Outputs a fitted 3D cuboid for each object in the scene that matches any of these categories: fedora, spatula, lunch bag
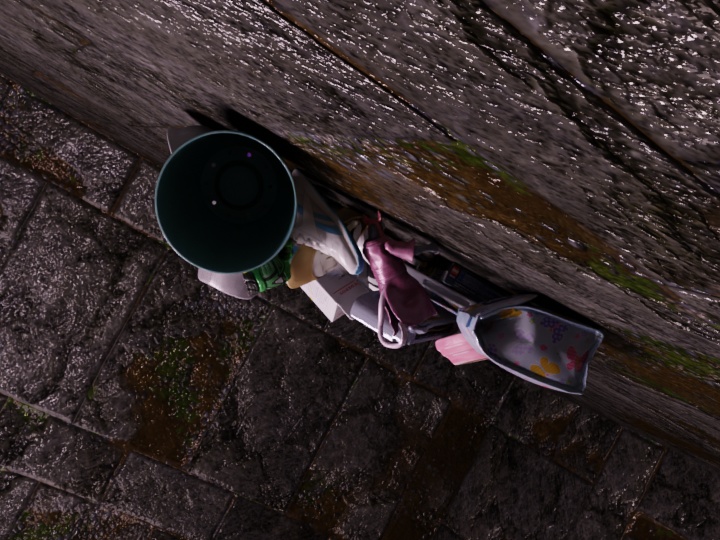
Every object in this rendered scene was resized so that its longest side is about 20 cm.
[{"bbox_3d":[-0.213,-0.009,1.566,0.175,0.091,0.200,22,-166,12],"label":"fedora"},{"bbox_3d":[-0.168,-0.182,1.483,0.056,0.021,0.200,33,-179,2],"label":"spatula"},{"bbox_3d":[0.252,0.101,1.393,0.198,0.128,0.170,19,179,0],"label":"lunch bag"}]

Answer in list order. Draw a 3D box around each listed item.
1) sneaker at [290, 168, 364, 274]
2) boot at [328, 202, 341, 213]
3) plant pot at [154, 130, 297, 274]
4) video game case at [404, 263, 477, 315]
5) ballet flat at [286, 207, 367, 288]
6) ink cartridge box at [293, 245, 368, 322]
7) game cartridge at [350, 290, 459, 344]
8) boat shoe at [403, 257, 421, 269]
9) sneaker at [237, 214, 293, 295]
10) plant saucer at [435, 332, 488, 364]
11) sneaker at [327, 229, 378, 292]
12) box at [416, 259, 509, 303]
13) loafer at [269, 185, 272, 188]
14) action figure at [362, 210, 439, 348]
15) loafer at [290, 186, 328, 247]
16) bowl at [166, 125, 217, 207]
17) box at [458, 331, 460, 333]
[{"bbox_3d":[-0.068,-0.064,1.424,0.200,0.081,0.077,50,180,18],"label":"sneaker"},{"bbox_3d":[-0.089,-0.105,1.689,0.199,0.073,0.182,21,173,24],"label":"boot"},{"bbox_3d":[-0.188,-0.112,1.318,0.199,0.202,0.161,29,-168,-8],"label":"plant pot"},{"bbox_3d":[0.155,0.051,1.595,0.181,0.024,0.200,28,176,10],"label":"video game case"},{"bbox_3d":[-0.051,-0.040,1.482,0.063,0.200,0.069,13,136,29],"label":"ballet flat"},{"bbox_3d":[-0.045,0.016,1.726,0.200,0.115,0.068,47,148,20],"label":"ink cartridge box"},{"bbox_3d":[0.077,0.076,1.548,0.133,0.042,0.199,34,-158,29],"label":"game cartridge"},{"bbox_3d":[0.023,-0.035,1.755,0.199,0.061,0.074,28,179,20],"label":"boat shoe"},{"bbox_3d":[-0.150,-0.041,1.433,0.078,0.084,0.201,85,174,-46],"label":"sneaker"},{"bbox_3d":[0.233,0.127,1.577,0.198,0.051,0.201,-11,172,-2],"label":"plant saucer"},{"bbox_3d":[0.000,0.000,1.634,0.111,0.074,0.201,-7,137,24],"label":"sneaker"},{"bbox_3d":[0.185,0.032,1.606,0.136,0.040,0.200,31,176,-12],"label":"box"},{"bbox_3d":[-0.171,-0.136,1.570,0.062,0.073,0.199,-9,-168,-30],"label":"loafer"},{"bbox_3d":[0.041,0.005,1.404,0.133,0.148,0.201,-14,105,52],"label":"action figure"},{"bbox_3d":[-0.093,-0.090,1.568,0.063,0.072,0.200,34,156,-15],"label":"loafer"},{"bbox_3d":[-0.237,-0.160,1.484,0.201,0.090,0.203,-23,-90,-88],"label":"bowl"},{"bbox_3d":[0.139,0.054,1.776,0.199,0.049,0.117,36,-157,34],"label":"box"}]
